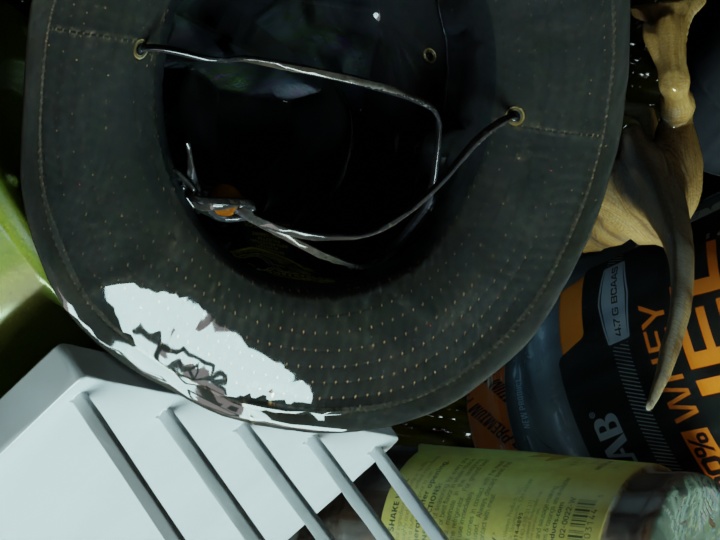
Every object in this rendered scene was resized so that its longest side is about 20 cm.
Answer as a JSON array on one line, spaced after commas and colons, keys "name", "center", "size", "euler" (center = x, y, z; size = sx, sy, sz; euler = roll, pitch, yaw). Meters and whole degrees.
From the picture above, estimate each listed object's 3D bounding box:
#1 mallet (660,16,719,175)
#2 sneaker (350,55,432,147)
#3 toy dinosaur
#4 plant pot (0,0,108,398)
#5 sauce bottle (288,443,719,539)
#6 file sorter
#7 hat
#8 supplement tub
[{"name": "mallet", "center": [0.150, 0.008, 0.908], "size": [0.041, 0.200, 0.066], "euler": [-8, 159, -30]}, {"name": "sneaker", "center": [0.000, 0.000, 0.960], "size": [0.078, 0.090, 0.200], "euler": [7, 146, -19]}, {"name": "toy dinosaur", "center": [0.090, -0.029, 0.901], "size": [0.060, 0.106, 0.200], "euler": [-11, -173, -2]}, {"name": "plant pot", "center": [-0.165, 0.014, 0.881], "size": [0.193, 0.201, 0.200], "euler": [-31, 142, 15]}, {"name": "sauce bottle", "center": [0.030, 0.090, 0.984], "size": [0.200, 0.065, 0.065], "euler": [4, 159, 37]}, {"name": "file sorter", "center": [-0.054, 0.122, 0.871], "size": [0.139, 0.125, 0.200], "euler": [-43, 156, 15]}, {"name": "hat", "center": [-0.016, -0.058, 0.843], "size": [0.200, 0.201, 0.081], "euler": [6, -172, -19]}, {"name": "supplement tub", "center": [0.144, 0.030, 1.006], "size": [0.200, 0.123, 0.122], "euler": [-27, 143, 28]}]
